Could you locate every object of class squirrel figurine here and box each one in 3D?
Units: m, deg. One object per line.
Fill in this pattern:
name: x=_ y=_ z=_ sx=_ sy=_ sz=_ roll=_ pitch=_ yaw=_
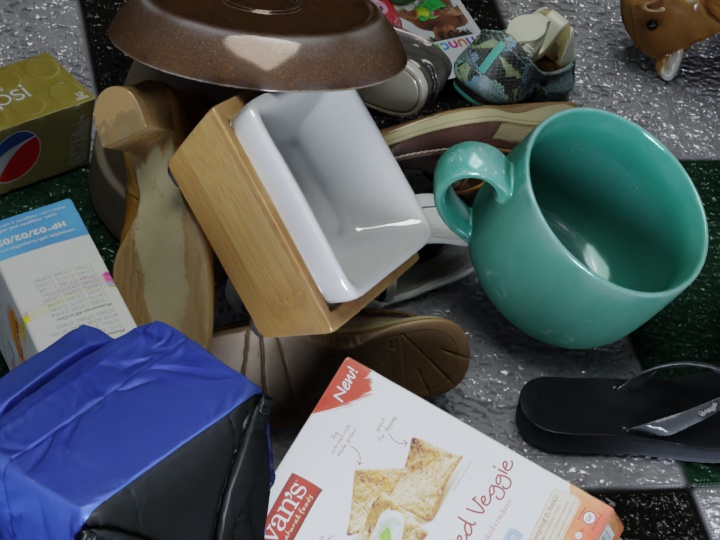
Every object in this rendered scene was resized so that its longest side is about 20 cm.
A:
squirrel figurine: x=0.315 y=-0.227 z=2.048 sx=0.200 sy=0.186 sz=0.142 roll=24 pitch=40 yaw=-46

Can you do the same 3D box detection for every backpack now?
backpack: x=-0.139 y=0.144 z=1.464 sx=0.162 sy=0.201 sz=0.168 roll=-31 pitch=46 yaw=-30

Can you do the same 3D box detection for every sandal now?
sandal: x=0.208 y=0.094 z=1.723 sx=0.199 sy=0.043 sz=0.076 roll=-2 pitch=41 yaw=-16

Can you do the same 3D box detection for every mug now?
mug: x=0.141 y=-0.033 z=1.772 sx=0.185 sy=0.114 sz=0.152 roll=45 pitch=48 yaw=1

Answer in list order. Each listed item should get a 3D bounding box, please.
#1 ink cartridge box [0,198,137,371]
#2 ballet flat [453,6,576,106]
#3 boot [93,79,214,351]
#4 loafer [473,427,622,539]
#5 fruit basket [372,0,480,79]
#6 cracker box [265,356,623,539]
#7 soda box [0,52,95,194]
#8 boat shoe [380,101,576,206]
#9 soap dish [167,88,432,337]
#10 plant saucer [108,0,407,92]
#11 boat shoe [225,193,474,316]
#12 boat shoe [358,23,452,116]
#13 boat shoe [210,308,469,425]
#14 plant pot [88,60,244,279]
ink cartridge box: x=-0.179 y=0.065 z=1.606 sx=0.068 sy=0.115 sz=0.200 roll=-18 pitch=46 yaw=-16
ballet flat: x=0.134 y=-0.170 z=1.949 sx=0.074 sy=0.074 sz=0.200 roll=23 pitch=20 yaw=14
boot: x=-0.112 y=-0.030 z=1.663 sx=0.071 sy=0.202 sz=0.144 roll=-16 pitch=-7 yaw=20
loafer: x=0.117 y=0.159 z=1.604 sx=0.070 sy=0.070 sz=0.200 roll=-24 pitch=51 yaw=-35
fruit basket: x=-0.005 y=-0.221 z=2.008 sx=0.185 sy=0.094 sz=0.200 roll=-13 pitch=49 yaw=-26
cracker box: x=0.042 y=0.160 z=1.546 sx=0.200 sy=0.058 sz=0.134 roll=28 pitch=80 yaw=21
soda box: x=-0.292 y=-0.090 z=1.809 sx=0.200 sy=0.064 sz=0.068 roll=-22 pitch=49 yaw=-34
boat shoe: x=0.087 y=-0.083 z=1.878 sx=0.199 sy=0.072 sz=0.072 roll=-7 pitch=86 yaw=-39
soap dish: x=-0.039 y=-0.046 z=1.638 sx=0.158 sy=0.081 sz=0.200 roll=61 pitch=22 yaw=-4
plant saucer: x=-0.066 y=-0.164 z=1.656 sx=0.199 sy=0.035 sz=0.200 roll=7 pitch=21 yaw=-3
boat shoe: x=0.000 y=0.000 z=1.770 sx=0.199 sy=0.072 sz=0.066 roll=-12 pitch=40 yaw=-37
boat shoe: x=-0.023 y=-0.170 z=1.906 sx=0.199 sy=0.067 sz=0.057 roll=23 pitch=36 yaw=22
boat shoe: x=-0.030 y=0.057 z=1.695 sx=0.199 sy=0.072 sz=0.072 roll=-7 pitch=17 yaw=-11
plant pot: x=-0.090 y=-0.123 z=1.810 sx=0.199 sy=0.174 sz=0.200 roll=7 pitch=39 yaw=-6
